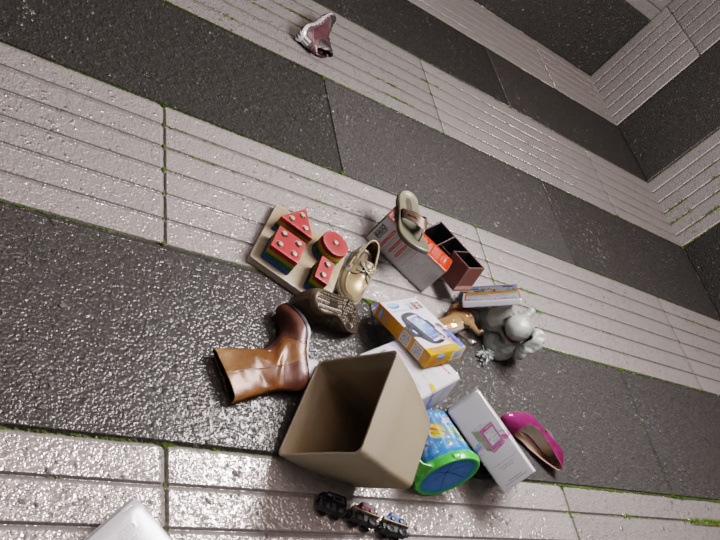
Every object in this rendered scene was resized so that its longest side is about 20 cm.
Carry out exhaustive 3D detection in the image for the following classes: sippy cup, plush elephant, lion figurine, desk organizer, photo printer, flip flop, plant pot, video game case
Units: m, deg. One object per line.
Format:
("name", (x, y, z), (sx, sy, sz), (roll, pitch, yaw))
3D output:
("sippy cup", (0.150, 0.355, 1.399), (0.178, 0.139, 0.131), (70, -4, -52))
("plush elephant", (0.385, 0.150, 1.779), (0.165, 0.155, 0.200), (48, 36, 2))
("lion figurine", (0.213, 0.137, 1.695), (0.199, 0.073, 0.123), (-9, 46, -41))
("desk organizer", (0.224, -0.040, 1.816), (0.071, 0.077, 0.200), (2, 40, -43))
("photo printer", (-0.301, 0.429, 0.930), (0.200, 0.069, 0.166), (49, 37, 1))
("flip flop", (0.131, -0.124, 1.694), (0.081, 0.058, 0.201), (22, 44, -28))
("plant pot", (0.012, 0.284, 1.251), (0.177, 0.199, 0.200), (47, 49, -29))
("video game case", (0.332, 0.063, 1.779), (0.200, 0.142, 0.018), (-45, 130, -77))

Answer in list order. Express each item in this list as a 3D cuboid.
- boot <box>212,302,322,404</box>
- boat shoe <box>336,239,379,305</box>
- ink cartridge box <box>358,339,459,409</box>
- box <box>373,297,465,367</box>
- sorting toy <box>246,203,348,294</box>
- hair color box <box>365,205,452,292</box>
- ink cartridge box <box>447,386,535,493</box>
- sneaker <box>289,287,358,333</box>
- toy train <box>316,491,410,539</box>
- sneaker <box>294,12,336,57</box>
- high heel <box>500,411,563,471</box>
("boot", (-0.187, 0.151, 1.319), (0.199, 0.068, 0.189), (-2, 66, -37))
("boat shoe", (0.000, 0.000, 1.614), (0.072, 0.065, 0.200), (38, 38, -12))
("ink cartridge box", (0.089, 0.226, 1.457), (0.148, 0.086, 0.200), (46, 33, 25))
("box", (0.121, 0.123, 1.520), (0.119, 0.042, 0.200), (-5, 42, -44))
("sorting toy", (-0.121, -0.045, 1.533), (0.200, 0.070, 0.199), (36, 38, -15))
("hair color box", (0.121, -0.053, 1.750), (0.200, 0.101, 0.061), (44, 38, -5))
("ink cartridge box", (0.274, 0.356, 1.497), (0.200, 0.084, 0.145), (56, 2, 11))
("sneaker", (-0.072, 0.082, 1.461), (0.200, 0.075, 0.071), (41, 51, -55))
("toy train", (0.007, 0.439, 1.255), (0.199, 0.034, 0.046), (28, 29, -22))
("sneaker", (-0.111, -0.709, 2.150), (0.116, 0.076, 0.200), (49, 47, -6))
("high heel", (0.405, 0.402, 1.649), (0.200, 0.067, 0.096), (37, 25, -34))
